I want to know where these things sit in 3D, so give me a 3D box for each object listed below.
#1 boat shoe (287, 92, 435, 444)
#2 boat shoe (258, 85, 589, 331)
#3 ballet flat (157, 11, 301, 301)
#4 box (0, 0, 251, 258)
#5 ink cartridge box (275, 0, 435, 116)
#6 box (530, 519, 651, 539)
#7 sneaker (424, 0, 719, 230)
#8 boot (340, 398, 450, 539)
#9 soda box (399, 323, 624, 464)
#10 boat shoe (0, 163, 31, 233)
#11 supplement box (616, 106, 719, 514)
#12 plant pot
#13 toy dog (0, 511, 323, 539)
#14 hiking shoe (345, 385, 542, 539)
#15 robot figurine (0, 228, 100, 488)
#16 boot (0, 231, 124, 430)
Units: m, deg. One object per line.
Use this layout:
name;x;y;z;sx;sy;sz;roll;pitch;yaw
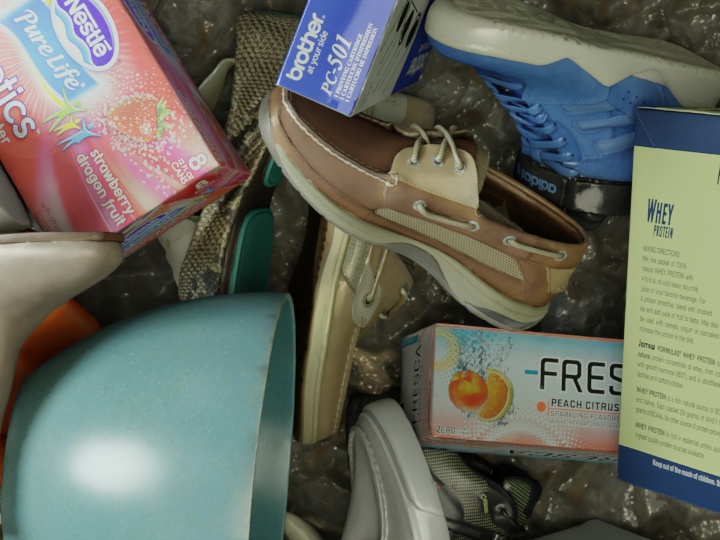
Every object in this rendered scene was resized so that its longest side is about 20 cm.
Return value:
boat shoe;0.000;0.000;1.543;0.065;0.072;0.201;8;97;-14
boat shoe;0.036;-0.047;1.467;0.199;0.076;0.072;31;122;-25
ballet flat;-0.072;-0.046;1.538;0.075;0.068;0.201;18;97;16
box;-0.154;-0.109;1.469;0.102;0.095;0.201;-31;85;5
ink cartridge box;0.012;-0.138;1.440;0.044;0.200;0.095;24;102;6
box;0.120;0.257;1.566;0.097;0.124;0.201;17;106;38
sneaker;0.102;-0.077;1.494;0.199;0.077;0.112;9;109;-42
boot;-0.001;0.175;1.501;0.095;0.074;0.201;-12;89;-15
soda box;0.124;0.071;1.539;0.199;0.068;0.064;6;80;-15
boat shoe;-0.215;-0.041;1.453;0.063;0.200;0.071;-32;99;-4
supplement box;0.237;0.021;1.418;0.133;0.200;0.201;0;95;-24
plant pot;-0.111;0.107;1.446;0.134;0.200;0.202;5;103;4
toy dog;-0.127;0.202;1.552;0.199;0.140;0.195;29;100;-7
hiking shoe;0.059;0.155;1.578;0.100;0.076;0.201;-17;103;5
robot figurine;-0.242;0.056;1.520;0.199;0.117;0.144;-28;103;6
boot;-0.197;0.058;1.397;0.199;0.070;0.147;-6;79;39
